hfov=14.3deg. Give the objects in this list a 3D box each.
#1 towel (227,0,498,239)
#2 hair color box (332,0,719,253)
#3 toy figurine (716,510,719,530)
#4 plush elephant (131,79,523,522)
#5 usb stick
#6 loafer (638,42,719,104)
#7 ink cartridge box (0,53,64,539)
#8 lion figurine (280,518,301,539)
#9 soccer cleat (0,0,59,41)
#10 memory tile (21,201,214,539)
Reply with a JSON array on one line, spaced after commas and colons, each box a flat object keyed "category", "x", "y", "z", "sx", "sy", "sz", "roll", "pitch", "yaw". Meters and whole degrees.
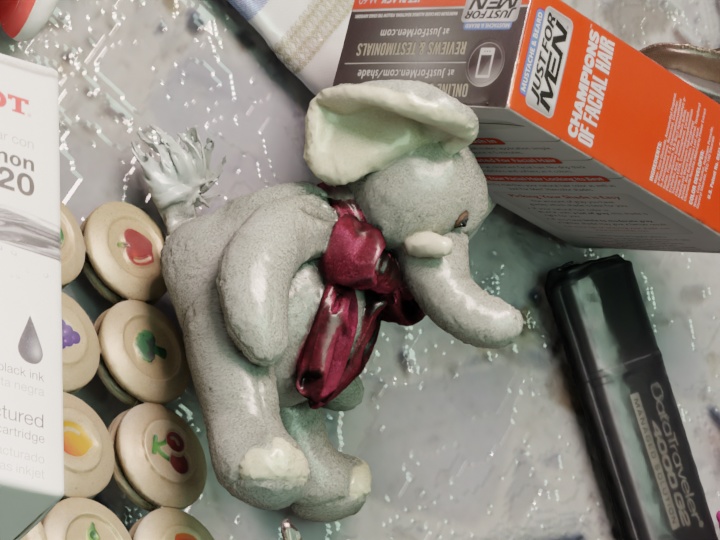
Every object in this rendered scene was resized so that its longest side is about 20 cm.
[{"category": "towel", "x": 0.020, "y": -0.126, "z": 1.403, "sx": 0.200, "sy": 0.024, "sz": 0.147, "roll": 45, "pitch": 58, "yaw": -16}, {"category": "hair color box", "x": 0.093, "y": -0.069, "z": 1.341, "sx": 0.200, "sy": 0.111, "sz": 0.064, "roll": 25, "pitch": 74, "yaw": -46}, {"category": "toy figurine", "x": 0.260, "y": 0.100, "z": 1.459, "sx": 0.183, "sy": 0.150, "sz": 0.201, "roll": -16, "pitch": 65, "yaw": -26}, {"category": "plush elephant", "x": 0.000, "y": 0.000, "z": 1.268, "sx": 0.165, "sy": 0.154, "sz": 0.201, "roll": 44, "pitch": 24, "yaw": -70}, {"category": "usb stick", "x": 0.141, "y": 0.089, "z": 1.426, "sx": 0.055, "sy": 0.033, "sz": 0.201, "roll": -16, "pitch": 87, "yaw": -42}, {"category": "loafer", "x": 0.210, "y": -0.092, "z": 1.500, "sx": 0.199, "sy": 0.073, "sz": 0.071, "roll": 10, "pitch": 62, "yaw": -37}, {"category": "ink cartridge box", "x": -0.195, "y": 0.003, "z": 1.121, "sx": 0.145, "sy": 0.085, "sz": 0.201, "roll": 15, "pitch": 53, "yaw": -30}, {"category": "lion figurine", "x": 0.022, "y": 0.196, "z": 1.288, "sx": 0.200, "sy": 0.123, "sz": 0.072, "roll": 47, "pitch": 66, "yaw": 2}, {"category": "soccer cleat", "x": -0.113, "y": -0.187, "z": 1.304, "sx": 0.085, "sy": 0.069, "sz": 0.201, "roll": 24, "pitch": 61, "yaw": -22}, {"category": "memory tile", "x": -0.128, "y": 0.052, "z": 1.222, "sx": 0.153, "sy": 0.017, "sz": 0.201, "roll": 12, "pitch": 57, "yaw": -41}]
